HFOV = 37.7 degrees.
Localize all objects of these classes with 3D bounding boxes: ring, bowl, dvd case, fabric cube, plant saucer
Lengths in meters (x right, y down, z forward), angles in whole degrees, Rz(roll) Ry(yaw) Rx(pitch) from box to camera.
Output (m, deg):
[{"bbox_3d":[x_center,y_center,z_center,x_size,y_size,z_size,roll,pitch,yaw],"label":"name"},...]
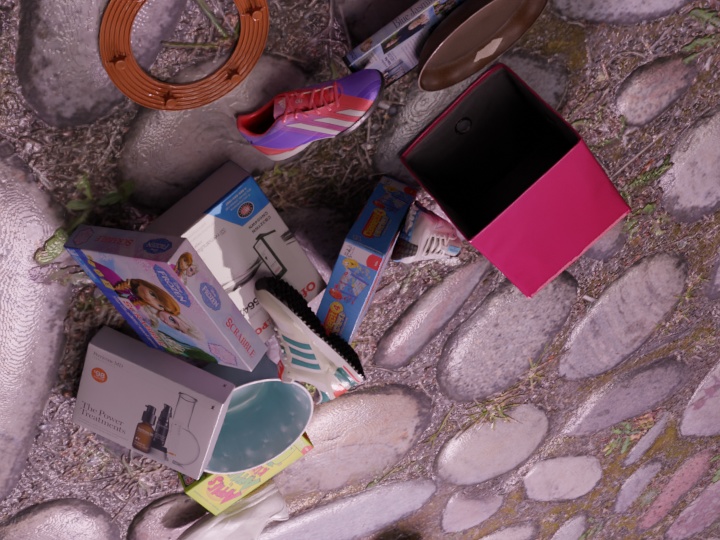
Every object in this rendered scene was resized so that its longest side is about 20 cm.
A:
[{"bbox_3d":[-0.194,-0.263,1.189,0.199,0.019,0.201,-18,137,-17],"label":"ring"},{"bbox_3d":[-0.180,0.198,1.574,0.200,0.105,0.202,-18,136,-18],"label":"bowl"},{"bbox_3d":[0.077,-0.291,1.280,0.200,0.018,0.143,-35,169,8],"label":"dvd case"},{"bbox_3d":[0.214,-0.122,1.454,0.196,0.200,0.199,-43,140,10],"label":"fabric cube"},{"bbox_3d":[0.147,-0.298,1.314,0.200,0.032,0.200,-32,168,-8],"label":"plant saucer"}]

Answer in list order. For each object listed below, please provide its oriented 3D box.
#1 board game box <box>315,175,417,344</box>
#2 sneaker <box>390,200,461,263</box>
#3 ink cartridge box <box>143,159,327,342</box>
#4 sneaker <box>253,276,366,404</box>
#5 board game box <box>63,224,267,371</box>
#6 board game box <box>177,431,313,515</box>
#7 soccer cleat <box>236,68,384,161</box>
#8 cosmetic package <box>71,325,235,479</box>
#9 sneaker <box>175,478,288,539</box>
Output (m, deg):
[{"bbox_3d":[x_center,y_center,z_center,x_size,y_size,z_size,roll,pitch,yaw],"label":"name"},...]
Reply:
[{"bbox_3d":[0.000,0.000,1.444,0.056,0.196,0.201,24,123,3],"label":"board game box"},{"bbox_3d":[0.096,-0.046,1.441,0.086,0.200,0.075,26,107,3],"label":"sneaker"},{"bbox_3d":[-0.155,-0.014,1.349,0.146,0.084,0.200,-41,124,-10],"label":"ink cartridge box"},{"bbox_3d":[-0.083,0.098,1.343,0.093,0.070,0.200,-38,118,11],"label":"sneaker"},{"bbox_3d":[-0.238,0.033,1.292,0.041,0.199,0.200,-57,134,-28],"label":"board game box"},{"bbox_3d":[-0.186,0.308,1.720,0.200,0.048,0.102,-35,140,1],"label":"board game box"},{"bbox_3d":[-0.060,-0.192,1.260,0.199,0.069,0.073,-21,147,35],"label":"soccer cleat"},{"bbox_3d":[-0.285,0.182,1.443,0.199,0.052,0.151,24,121,3],"label":"cosmetic package"},{"bbox_3d":[-0.215,0.438,1.781,0.199,0.089,0.075,-29,-177,-6],"label":"sneaker"}]
